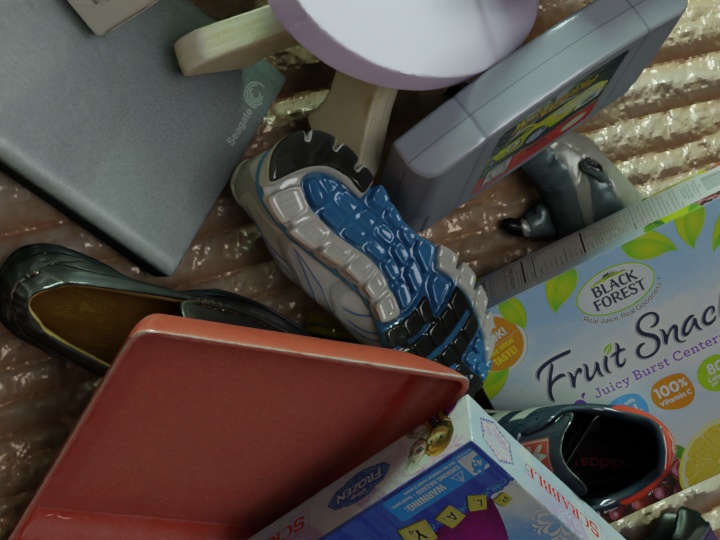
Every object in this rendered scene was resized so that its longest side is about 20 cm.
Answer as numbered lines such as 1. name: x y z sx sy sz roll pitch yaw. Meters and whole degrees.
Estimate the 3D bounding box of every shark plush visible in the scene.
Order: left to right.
1. shark plush: 0.129 -0.043 1.092 0.083 0.091 0.200 -42 118 9

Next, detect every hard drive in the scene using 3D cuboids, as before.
1. hard drive: -0.153 -0.108 0.944 0.200 0.033 0.140 37 72 -25

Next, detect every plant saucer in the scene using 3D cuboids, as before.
1. plant saucer: -0.072 0.096 0.928 0.199 0.200 0.037 10 44 -30

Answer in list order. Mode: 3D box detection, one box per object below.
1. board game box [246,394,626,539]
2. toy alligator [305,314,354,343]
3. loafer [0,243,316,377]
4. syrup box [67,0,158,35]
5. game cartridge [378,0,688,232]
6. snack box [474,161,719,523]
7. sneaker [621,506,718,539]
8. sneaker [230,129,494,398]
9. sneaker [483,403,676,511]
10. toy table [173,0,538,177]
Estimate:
1. board game box: 0.048 0.189 0.975 0.199 0.200 0.041 42 26 -27
2. toy alligator: -0.023 0.056 1.006 0.199 0.054 0.060 15 82 -29
3. loafer: -0.102 0.043 0.928 0.199 0.072 0.073 15 95 -17
4. syrup box: -0.092 -0.226 0.930 0.081 0.079 0.200 50 55 -18
5. game cartridge: 0.100 -0.099 0.994 0.200 0.133 0.041 -35 76 -14
6. snack box: 0.178 0.051 1.060 0.200 0.068 0.169 -26 106 9
7. sneaker: 0.161 0.224 1.115 0.200 0.076 0.088 -25 88 -31
8. sneaker: 0.000 0.000 0.984 0.075 0.087 0.200 -48 112 -24
9. sneaker: 0.088 0.112 0.989 0.199 0.085 0.075 -11 83 -4
10. toy table: -0.005 -0.149 0.959 0.200 0.117 0.185 2 72 -41
